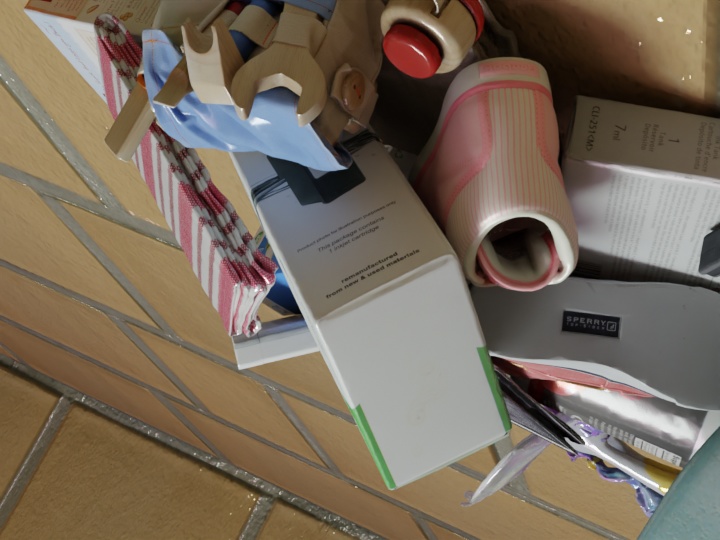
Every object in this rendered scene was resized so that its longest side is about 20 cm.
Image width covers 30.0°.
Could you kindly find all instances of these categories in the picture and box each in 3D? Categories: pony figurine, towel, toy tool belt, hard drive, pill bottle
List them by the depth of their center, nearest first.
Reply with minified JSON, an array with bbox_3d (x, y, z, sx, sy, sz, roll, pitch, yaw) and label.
[{"bbox_3d":[-0.042,-0.095,0.692,0.199,0.123,0.125,11,150,41],"label":"toy tool belt"},{"bbox_3d":[0.035,-0.119,0.781,0.132,0.035,0.200,20,162,31],"label":"towel"},{"bbox_3d":[-0.115,-0.057,0.872,0.201,0.030,0.146,60,166,9],"label":"towel"},{"bbox_3d":[0.212,0.071,0.917,0.198,0.111,0.111,23,163,17],"label":"pill bottle"},{"bbox_3d":[-0.003,0.039,1.059,0.198,0.027,0.132,-12,-179,-6],"label":"hard drive"},{"bbox_3d":[0.185,0.121,1.095,0.199,0.167,0.194,29,132,8],"label":"pony figurine"}]

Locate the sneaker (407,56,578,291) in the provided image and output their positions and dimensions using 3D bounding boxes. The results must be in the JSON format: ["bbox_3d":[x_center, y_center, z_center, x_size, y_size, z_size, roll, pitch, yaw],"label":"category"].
[{"bbox_3d":[0.071,-0.023,0.750,0.074,0.106,0.201,-5,157,-6],"label":"sneaker"}]

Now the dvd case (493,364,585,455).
[{"bbox_3d":[0.065,0.069,0.936,0.148,0.016,0.200,25,172,32],"label":"dvd case"}]

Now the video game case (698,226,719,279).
[{"bbox_3d":[0.289,-0.006,0.651,0.179,0.026,0.200,18,163,-7],"label":"video game case"}]

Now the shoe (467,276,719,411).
[{"bbox_3d":[0.155,0.041,0.838,0.198,0.072,0.091,11,175,-1],"label":"shoe"}]

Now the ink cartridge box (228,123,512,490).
[{"bbox_3d":[0.000,0.000,0.776,0.201,0.082,0.147,-119,5,-49],"label":"ink cartridge box"}]

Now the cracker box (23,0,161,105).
[{"bbox_3d":[-0.113,-0.141,0.909,0.199,0.058,0.134,17,160,31],"label":"cracker box"}]

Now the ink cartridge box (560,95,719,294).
[{"bbox_3d":[0.201,-0.024,0.782,0.172,0.044,0.200,11,160,10],"label":"ink cartridge box"}]

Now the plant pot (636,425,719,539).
[{"bbox_3d":[0.281,0.148,0.735,0.195,0.202,0.195,32,-158,35],"label":"plant pot"}]

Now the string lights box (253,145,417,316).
[{"bbox_3d":[-0.018,-0.026,1.015,0.059,0.103,0.200,33,162,-20],"label":"string lights box"}]
